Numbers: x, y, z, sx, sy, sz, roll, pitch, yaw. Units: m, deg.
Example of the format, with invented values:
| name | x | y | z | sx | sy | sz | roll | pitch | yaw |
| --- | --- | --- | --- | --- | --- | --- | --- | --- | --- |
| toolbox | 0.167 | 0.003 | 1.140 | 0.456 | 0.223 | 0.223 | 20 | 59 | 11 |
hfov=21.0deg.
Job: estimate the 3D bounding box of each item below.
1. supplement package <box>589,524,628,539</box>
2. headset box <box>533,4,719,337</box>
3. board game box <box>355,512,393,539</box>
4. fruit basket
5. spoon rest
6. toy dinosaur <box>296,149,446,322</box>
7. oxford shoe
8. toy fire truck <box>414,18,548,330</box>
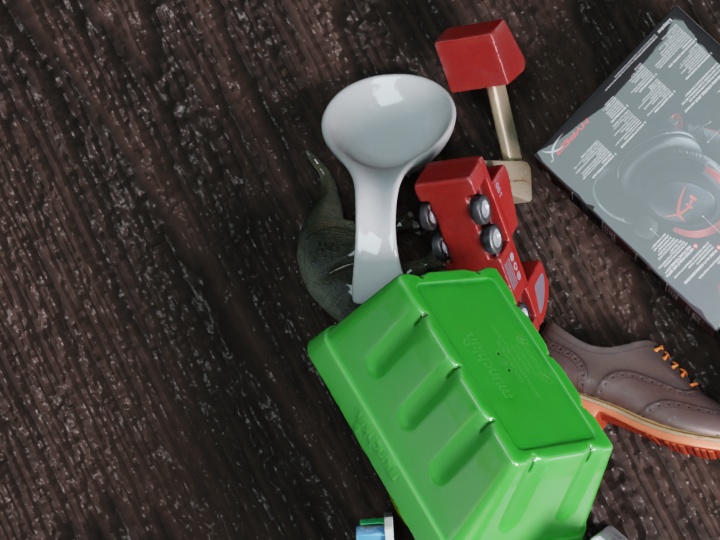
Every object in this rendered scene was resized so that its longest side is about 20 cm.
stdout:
| name | x | y | z | sx | sy | sz | roll | pitch | yaw |
| --- | --- | --- | --- | --- | --- | --- | --- | --- | --- |
| supplement package | 0.155 | 0.290 | 1.286 | 0.147 | 0.200 | 0.192 | 40 | 92 | 11 |
| headset box | 0.244 | -0.061 | 1.370 | 0.200 | 0.075 | 0.149 | 44 | 92 | 11 |
| board game box | 0.014 | 0.266 | 1.308 | 0.026 | 0.200 | 0.202 | -3 | 84 | 0 |
| fruit basket | 0.058 | 0.124 | 1.311 | 0.215 | 0.154 | 0.218 | 6 | 98 | 51 |
| spoon rest | 0.018 | -0.071 | 1.378 | 0.098 | 0.061 | 0.201 | -2 | 50 | 7 |
| toy dinosaur | 0.000 | 0.000 | 1.403 | 0.102 | 0.077 | 0.201 | -31 | 84 | -9 |
| oxford shoe | 0.213 | 0.086 | 1.365 | 0.198 | 0.071 | 0.073 | 14 | 82 | 10 |
| toy fire truck | 0.093 | -0.059 | 1.382 | 0.048 | 0.141 | 0.201 | -6 | 122 | 30 |
